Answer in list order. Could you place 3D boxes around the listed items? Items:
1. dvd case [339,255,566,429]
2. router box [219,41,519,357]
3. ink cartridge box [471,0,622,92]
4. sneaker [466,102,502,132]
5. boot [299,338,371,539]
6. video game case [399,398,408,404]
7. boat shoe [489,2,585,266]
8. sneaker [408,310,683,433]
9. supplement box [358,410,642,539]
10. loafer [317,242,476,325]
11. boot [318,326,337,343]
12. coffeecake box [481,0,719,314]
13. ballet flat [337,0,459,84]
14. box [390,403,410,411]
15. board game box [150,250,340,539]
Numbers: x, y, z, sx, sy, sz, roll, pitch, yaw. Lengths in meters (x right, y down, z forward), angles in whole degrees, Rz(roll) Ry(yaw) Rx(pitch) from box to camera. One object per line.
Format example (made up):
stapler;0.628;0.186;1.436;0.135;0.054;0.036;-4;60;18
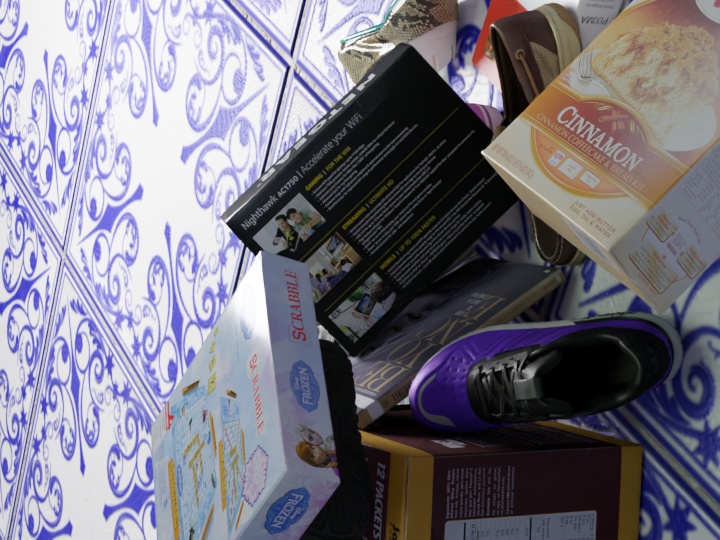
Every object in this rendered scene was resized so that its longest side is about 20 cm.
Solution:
dvd case;0.045;0.050;1.378;0.016;0.200;0.149;61;161;-17
router box;0.014;-0.055;1.376;0.200;0.149;0.051;-43;13;-1
ink cartridge box;0.134;-0.214;1.360;0.163;0.057;0.200;54;131;46
sneaker;0.029;-0.067;1.482;0.073;0.114;0.201;65;145;36
boot;-0.070;0.155;1.291;0.200;0.072;0.182;-34;45;48
video game case;0.020;0.138;1.590;0.182;0.023;0.200;-47;50;51
boat shoe;0.127;-0.094;1.317;0.072;0.072;0.200;34;134;58
sneaker;0.118;0.074;1.231;0.200;0.100;0.070;-15;95;20
supplement box;0.068;0.183;1.319;0.197;0.200;0.133;9;98;61
loafer;0.000;0.000;1.463;0.070;0.200;0.070;47;-155;-81
boot;-0.032;0.005;1.633;0.132;0.070;0.200;-32;61;56
coffeecake box;0.199;-0.095;1.107;0.200;0.073;0.154;-45;37;-1
ballet flat;0.043;-0.195;1.523;0.075;0.068;0.200;65;154;1
box;-0.028;0.161;1.490;0.200;0.160;0.044;-38;58;56
board game box;-0.085;0.125;1.219;0.200;0.041;0.200;-56;30;36
